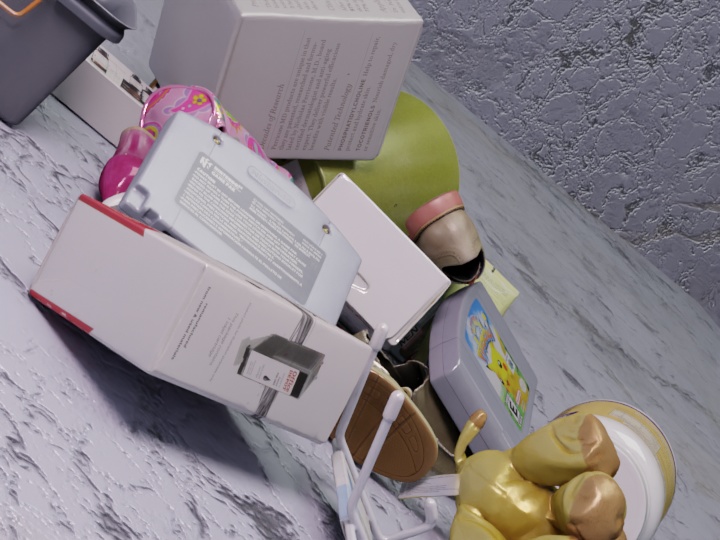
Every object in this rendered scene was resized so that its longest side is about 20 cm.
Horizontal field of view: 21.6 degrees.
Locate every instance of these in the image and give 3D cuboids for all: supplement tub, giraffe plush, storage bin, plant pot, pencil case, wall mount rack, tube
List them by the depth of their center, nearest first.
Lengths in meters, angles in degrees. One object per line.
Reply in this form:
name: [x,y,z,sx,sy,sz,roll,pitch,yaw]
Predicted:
wall mount rack: [0.016,0.147,1.355,0.200,0.074,0.175,-105,176,-68]
storage bin: [-0.299,-0.219,1.543,0.200,0.134,0.146,38,13,-20]
giraffe plush: [0.151,0.223,1.554,0.199,0.173,0.162,7,-29,43]
pencil case: [-0.129,-0.097,1.731,0.088,0.087,0.200,50,1,30]
supplement tub: [0.218,0.202,1.776,0.145,0.146,0.200,45,12,9]
tube: [0.097,0.061,1.845,0.201,0.051,0.058,-59,149,-41]
plant pot: [-0.023,-0.091,1.978,0.187,0.188,0.199,47,27,16]

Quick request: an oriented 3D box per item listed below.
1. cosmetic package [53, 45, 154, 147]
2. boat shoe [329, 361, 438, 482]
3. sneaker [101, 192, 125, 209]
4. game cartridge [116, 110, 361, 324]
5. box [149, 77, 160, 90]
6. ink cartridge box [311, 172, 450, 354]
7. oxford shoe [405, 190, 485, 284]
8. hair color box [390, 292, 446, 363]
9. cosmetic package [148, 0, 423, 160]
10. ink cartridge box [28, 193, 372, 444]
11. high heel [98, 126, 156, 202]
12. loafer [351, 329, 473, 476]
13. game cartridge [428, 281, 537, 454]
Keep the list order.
cosmetic package: [-0.265,-0.190,1.758,0.200,0.051,0.083,40,12,-17]
boat shoe: [-0.014,0.093,1.561,0.200,0.073,0.063,43,15,0]
sneaker: [-0.140,-0.015,1.554,0.199,0.076,0.081,18,-13,-39]
game cartridge: [-0.092,-0.031,1.509,0.200,0.041,0.134,39,38,-15]
box: [-0.173,-0.145,1.936,0.119,0.041,0.200,41,15,-11]
ink cartridge box: [0.000,0.000,1.764,0.146,0.084,0.200,44,-7,1]
oxford shoe: [0.080,-0.013,1.784,0.075,0.070,0.200,60,-1,11]
hair color box: [0.076,0.033,1.996,0.061,0.099,0.200,43,12,-11]
cosmetic package: [-0.077,-0.222,1.848,0.198,0.167,0.168,-1,40,-28]
ink cartridge box: [-0.109,0.036,1.330,0.146,0.083,0.200,28,-1,39]
high heel: [-0.145,-0.031,1.621,0.200,0.067,0.096,49,33,-30]
loafer: [0.046,0.123,1.660,0.200,0.070,0.075,38,13,-26]
game cartridge: [0.112,0.091,1.736,0.134,0.040,0.200,55,21,-14]
